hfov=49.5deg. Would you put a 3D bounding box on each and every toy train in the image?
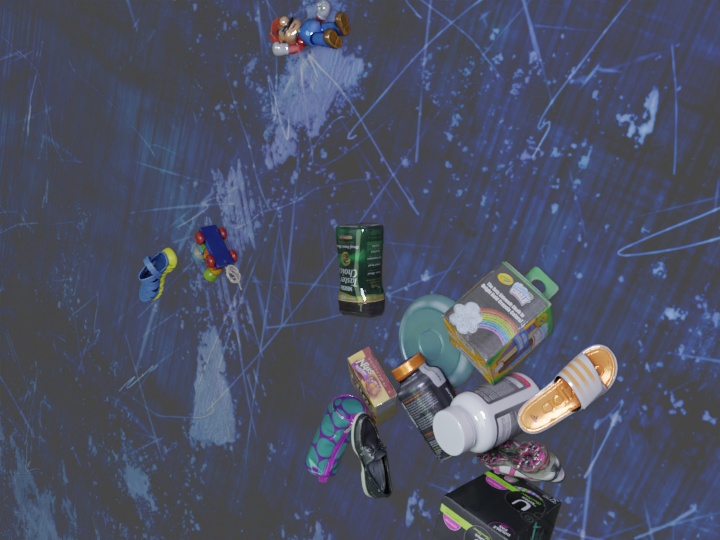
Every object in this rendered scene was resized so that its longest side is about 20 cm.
[{"bbox_3d":[-0.374,-0.007,2.038,0.116,0.084,0.201,-48,64,47],"label":"toy train"}]

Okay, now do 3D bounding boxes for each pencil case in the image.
[{"bbox_3d":[-0.059,0.383,1.794,0.093,0.084,0.201,-114,41,-52],"label":"pencil case"}]

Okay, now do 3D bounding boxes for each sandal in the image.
[{"bbox_3d":[0.361,0.214,1.349,0.206,0.059,0.079,-42,79,6],"label":"sandal"},{"bbox_3d":[-0.602,0.015,2.243,0.080,0.087,0.201,49,127,24],"label":"sandal"}]

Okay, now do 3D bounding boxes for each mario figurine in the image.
[{"bbox_3d":[-0.127,-0.529,1.708,0.198,0.123,0.107,8,114,37],"label":"mario figurine"}]

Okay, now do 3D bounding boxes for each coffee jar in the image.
[{"bbox_3d":[0.000,0.000,1.685,0.104,0.085,0.203,4,99,42],"label":"coffee jar"}]

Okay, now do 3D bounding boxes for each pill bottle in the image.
[{"bbox_3d":[0.231,0.264,1.421,0.110,0.198,0.112,23,120,49],"label":"pill bottle"},{"bbox_3d":[0.143,0.264,1.550,0.106,0.106,0.201,-36,85,39],"label":"pill bottle"}]

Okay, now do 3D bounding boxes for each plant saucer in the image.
[{"bbox_3d":[0.150,0.150,1.608,0.199,0.027,0.203,7,100,41],"label":"plant saucer"}]

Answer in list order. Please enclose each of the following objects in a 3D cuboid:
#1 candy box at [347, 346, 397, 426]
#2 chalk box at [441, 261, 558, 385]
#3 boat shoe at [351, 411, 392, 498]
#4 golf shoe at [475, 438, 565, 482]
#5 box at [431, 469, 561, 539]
[{"bbox_3d":[0.025,0.246,1.639,0.117,0.056,0.200,59,169,20],"label":"candy box"},{"bbox_3d":[0.264,0.081,1.403,0.199,0.124,0.125,-39,60,-8],"label":"chalk box"},{"bbox_3d":[0.031,0.409,1.716,0.066,0.074,0.202,3,103,47],"label":"boat shoe"},{"bbox_3d":[0.295,0.360,1.471,0.073,0.092,0.199,-56,24,-17],"label":"golf shoe"},{"bbox_3d":[0.250,0.473,1.444,0.148,0.199,0.126,26,113,37],"label":"box"}]
